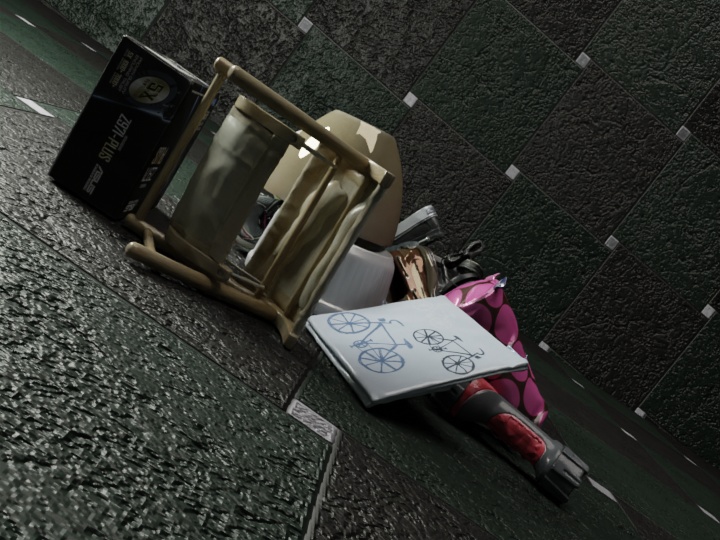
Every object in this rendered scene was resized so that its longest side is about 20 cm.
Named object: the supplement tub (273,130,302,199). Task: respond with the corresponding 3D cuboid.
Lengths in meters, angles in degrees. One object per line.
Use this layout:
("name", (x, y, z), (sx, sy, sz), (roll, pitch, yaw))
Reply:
("supplement tub", (-0.069, -0.118, 1.307), (0.144, 0.145, 0.202), (37, -22, 28))

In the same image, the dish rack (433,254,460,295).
("dish rack", (0.118, 0.071, 1.224), (0.170, 0.043, 0.205), (22, 49, -48))

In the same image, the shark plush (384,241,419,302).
("shark plush", (0.000, 0.000, 1.172), (0.197, 0.086, 0.090), (-3, -17, 42))

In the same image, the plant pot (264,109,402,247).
("plant pot", (-0.020, -0.137, 1.072), (0.196, 0.137, 0.200), (24, 7, -3))

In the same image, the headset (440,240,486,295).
("headset", (0.175, 0.046, 1.173), (0.202, 0.092, 0.125), (58, 7, -37))

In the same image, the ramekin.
("ramekin", (-0.045, -0.010, 1.020), (0.199, 0.096, 0.203), (26, 8, -4))

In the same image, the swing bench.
("swing bench", (-0.103, -0.068, 0.788), (0.198, 0.201, 0.130), (31, 6, -24))

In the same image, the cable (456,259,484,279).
("cable", (0.187, 0.015, 1.380), (0.096, 0.050, 0.201), (35, -18, 25))

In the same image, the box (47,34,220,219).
("box", (-0.245, -0.158, 0.883), (0.085, 0.166, 0.200), (32, 6, -6))

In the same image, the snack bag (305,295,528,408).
("snack bag", (0.057, 0.082, 0.871), (0.195, 0.022, 0.188), (-8, 25, -24))

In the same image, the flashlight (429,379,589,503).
("flashlight", (0.176, 0.194, 0.939), (0.199, 0.068, 0.068), (41, 4, 15))

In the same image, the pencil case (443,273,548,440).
("pencil case", (0.177, 0.111, 1.007), (0.089, 0.205, 0.093), (-9, 16, 44))

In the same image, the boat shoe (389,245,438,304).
("boat shoe", (0.070, 0.062, 1.045), (0.070, 0.076, 0.205), (3, 59, -21))

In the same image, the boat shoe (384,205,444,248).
("boat shoe", (0.070, -0.035, 1.350), (0.073, 0.198, 0.069), (-16, 75, -51))

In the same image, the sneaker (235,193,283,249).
("sneaker", (-0.101, -0.068, 1.117), (0.196, 0.083, 0.074), (6, -5, -40))
